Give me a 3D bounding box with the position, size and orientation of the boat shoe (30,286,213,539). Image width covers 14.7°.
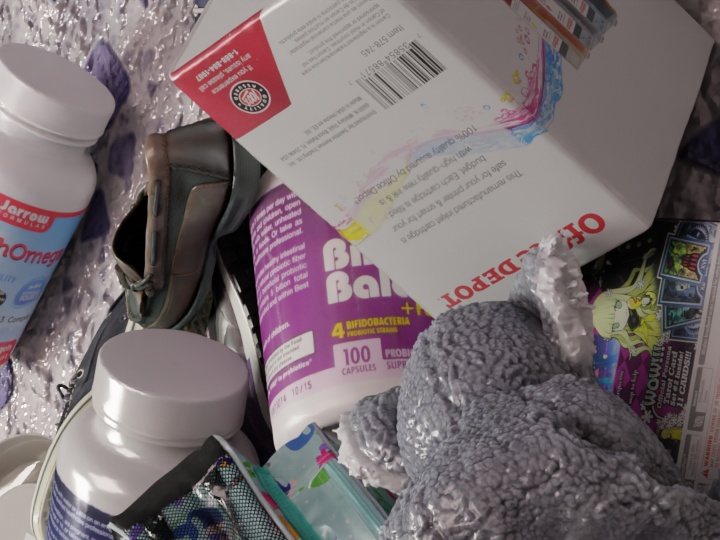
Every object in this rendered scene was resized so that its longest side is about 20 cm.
[{"bbox_3d":[-0.137,0.080,1.618,0.062,0.074,0.201,-20,42,57],"label":"boat shoe"}]

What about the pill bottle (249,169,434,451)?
[{"bbox_3d":[0.000,0.000,1.464,0.112,0.112,0.201,-31,57,42],"label":"pill bottle"}]

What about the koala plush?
[{"bbox_3d":[0.073,0.086,1.247,0.177,0.184,0.200,-43,39,21],"label":"koala plush"}]

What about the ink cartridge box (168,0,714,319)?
[{"bbox_3d":[0.043,-0.100,1.342,0.145,0.200,0.145,-29,26,43],"label":"ink cartridge box"}]

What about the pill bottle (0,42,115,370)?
[{"bbox_3d":[-0.235,-0.038,1.768,0.200,0.108,0.109,-61,41,20],"label":"pill bottle"}]

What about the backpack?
[{"bbox_3d":[-0.015,0.189,1.374,0.150,0.178,0.200,-34,50,3],"label":"backpack"}]

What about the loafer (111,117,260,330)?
[{"bbox_3d":[-0.108,-0.028,1.516,0.200,0.063,0.072,123,142,-57],"label":"loafer"}]

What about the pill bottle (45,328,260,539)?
[{"bbox_3d":[-0.114,0.139,1.509,0.111,0.111,0.201,41,128,48],"label":"pill bottle"}]

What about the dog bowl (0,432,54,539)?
[{"bbox_3d":[-0.191,0.202,1.683,0.200,0.059,0.201,-18,66,46],"label":"dog bowl"}]

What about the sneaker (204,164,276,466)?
[{"bbox_3d":[-0.068,0.027,1.574,0.088,0.076,0.201,-40,51,44],"label":"sneaker"}]

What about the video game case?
[{"bbox_3d":[0.150,0.075,1.317,0.181,0.036,0.201,4,82,50],"label":"video game case"}]

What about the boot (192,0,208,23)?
[{"bbox_3d":[-0.037,-0.133,1.594,0.200,0.073,0.091,29,110,59],"label":"boot"}]
